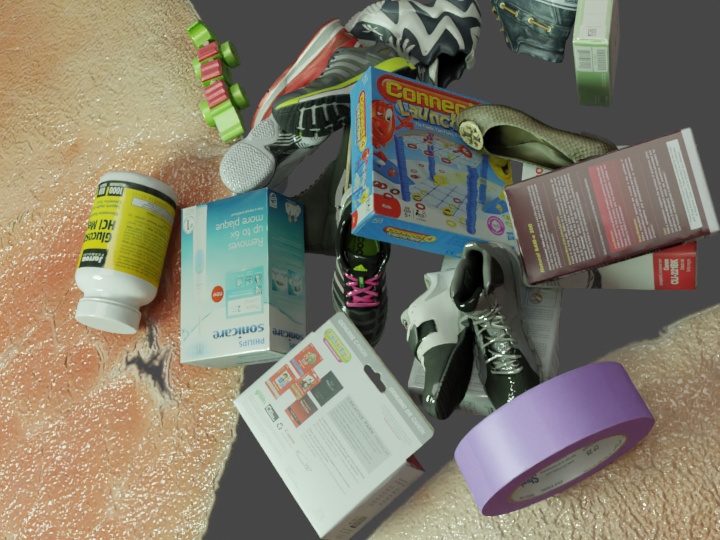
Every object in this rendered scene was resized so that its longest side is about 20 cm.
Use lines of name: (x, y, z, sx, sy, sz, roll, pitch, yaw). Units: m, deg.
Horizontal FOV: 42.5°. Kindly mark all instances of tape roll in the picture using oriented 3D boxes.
tape roll: (0.197, 0.174, 0.945, 0.198, 0.200, 0.066, -31, 63, 6)

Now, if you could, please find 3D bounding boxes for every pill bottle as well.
pill bottle: (-0.322, -0.023, 1.259, 0.110, 0.112, 0.204, 2, 71, 21)

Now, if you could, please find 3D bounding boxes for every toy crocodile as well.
toy crocodile: (-0.208, -0.275, 1.340, 0.066, 0.062, 0.203, -21, 65, 12)

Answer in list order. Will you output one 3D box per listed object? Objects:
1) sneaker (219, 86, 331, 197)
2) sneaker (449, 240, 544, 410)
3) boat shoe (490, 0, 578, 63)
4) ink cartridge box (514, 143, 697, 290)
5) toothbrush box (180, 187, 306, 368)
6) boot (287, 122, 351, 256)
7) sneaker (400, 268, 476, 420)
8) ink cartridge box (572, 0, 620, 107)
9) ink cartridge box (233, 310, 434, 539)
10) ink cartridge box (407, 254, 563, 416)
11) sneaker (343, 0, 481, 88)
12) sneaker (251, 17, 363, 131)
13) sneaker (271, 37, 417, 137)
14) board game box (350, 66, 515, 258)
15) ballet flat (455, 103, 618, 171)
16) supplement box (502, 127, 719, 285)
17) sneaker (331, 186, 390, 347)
sneaker: (-0.102, -0.164, 1.228, 0.199, 0.115, 0.075, -40, 85, -13)
sneaker: (0.133, 0.064, 0.974, 0.074, 0.115, 0.204, -16, 76, 28)
boat shoe: (0.199, -0.338, 1.209, 0.200, 0.070, 0.092, 40, 124, 48)
ink cartridge box: (0.281, -0.061, 1.057, 0.196, 0.084, 0.147, 0, 62, 21)
toothbrush box: (-0.149, 0.014, 1.169, 0.144, 0.085, 0.204, -9, 76, 31)
boot: (-0.052, -0.115, 1.220, 0.136, 0.077, 0.204, -3, 68, 24)
sneaker: (0.084, 0.080, 1.043, 0.087, 0.075, 0.202, 2, 46, 20)
ink cartridge box: (0.292, -0.324, 1.125, 0.047, 0.146, 0.204, 6, 72, 19)
ink cartridge box: (-0.022, 0.181, 1.089, 0.175, 0.084, 0.201, -40, 63, 3)
ink cartridge box: (0.157, 0.073, 1.096, 0.160, 0.058, 0.202, 5, 52, 22)
sneaker: (0.066, -0.288, 1.232, 0.195, 0.080, 0.132, -5, 60, 8)
sneaker: (-0.058, -0.229, 1.257, 0.115, 0.078, 0.200, 42, 119, 0)
sneaker: (-0.028, -0.234, 1.172, 0.198, 0.074, 0.081, -24, 61, -23)
board game box: (0.087, -0.122, 1.101, 0.056, 0.197, 0.199, -41, 44, 54)
ballet flat: (0.194, -0.140, 1.048, 0.197, 0.068, 0.047, 20, 63, 23)
supplement box: (0.259, -0.062, 0.963, 0.197, 0.061, 0.111, -16, 84, 18)
sneaker: (0.000, 0.000, 1.114, 0.072, 0.087, 0.204, 2, 98, 1)
